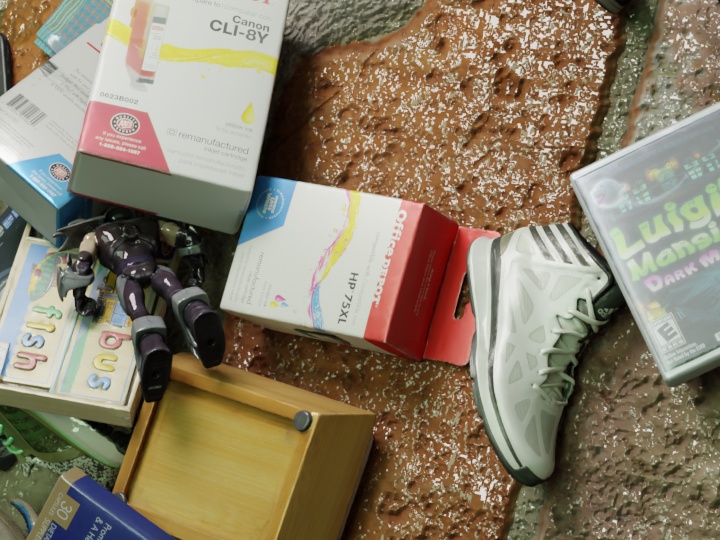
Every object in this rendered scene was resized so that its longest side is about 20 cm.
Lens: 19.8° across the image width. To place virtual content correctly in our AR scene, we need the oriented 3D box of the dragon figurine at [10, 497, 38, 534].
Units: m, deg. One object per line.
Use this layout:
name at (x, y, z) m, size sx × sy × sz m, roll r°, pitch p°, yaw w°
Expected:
dragon figurine at (-0.245, 0.268, 1.679) m, size 0.200 × 0.059 × 0.099 m, roll 36°, pitch 83°, yaw 20°

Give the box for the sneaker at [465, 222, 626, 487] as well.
sneaker at (0.145, 0.053, 1.524) m, size 0.115 × 0.076 × 0.201 m, roll -18°, pitch 65°, yaw 26°

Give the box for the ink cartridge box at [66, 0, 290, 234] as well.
ink cartridge box at (-0.146, -0.149, 1.687) m, size 0.145 × 0.083 × 0.200 m, roll 13°, pitch 63°, yaw -7°

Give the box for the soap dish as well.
soap dish at (-0.099, 0.158, 1.629) m, size 0.200 × 0.081 × 0.158 m, roll 15°, pitch 83°, yaw 34°

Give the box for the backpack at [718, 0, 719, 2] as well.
backpack at (0.344, -0.266, 1.478) m, size 0.167 × 0.127 × 0.200 m, roll 39°, pitch 93°, yaw 36°

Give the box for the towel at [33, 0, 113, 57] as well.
towel at (-0.195, -0.246, 1.844) m, size 0.147 × 0.022 × 0.200 m, roll 41°, pitch 97°, yaw 32°

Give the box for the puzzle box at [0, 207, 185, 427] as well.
puzzle box at (-0.228, 0.031, 1.698) m, size 0.133 × 0.025 × 0.200 m, roll 10°, pitch 53°, yaw 3°

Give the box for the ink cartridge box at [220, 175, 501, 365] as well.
ink cartridge box at (0.000, 0.000, 1.628) m, size 0.200 × 0.067 × 0.116 m, roll 10°, pitch 80°, yaw 31°

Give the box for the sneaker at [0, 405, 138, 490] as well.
sneaker at (-0.277, 0.130, 1.714) m, size 0.200 × 0.077 × 0.089 m, roll 30°, pitch 109°, yaw 4°

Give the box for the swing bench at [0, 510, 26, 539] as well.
swing bench at (-0.410, 0.241, 1.712) m, size 0.200 × 0.199 × 0.130 m, roll -28°, pitch 63°, yaw 19°

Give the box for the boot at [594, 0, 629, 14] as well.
boot at (0.214, -0.314, 1.593) m, size 0.154 × 0.073 × 0.204 m, roll -27°, pitch 60°, yaw 25°

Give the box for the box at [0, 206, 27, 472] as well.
box at (-0.299, 0.049, 1.799) m, size 0.200 × 0.044 × 0.160 m, roll -48°, pitch 58°, yaw 9°

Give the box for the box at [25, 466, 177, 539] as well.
box at (-0.174, 0.258, 1.601) m, size 0.200 × 0.032 × 0.121 m, roll 33°, pitch 108°, yaw 11°

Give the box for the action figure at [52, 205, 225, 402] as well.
action figure at (-0.175, 0.011, 1.660) m, size 0.130 × 0.069 × 0.200 m, roll -19°, pitch 43°, yaw -12°

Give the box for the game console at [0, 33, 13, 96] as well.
game console at (-0.426, -0.132, 1.884) m, size 0.200 × 0.119 × 0.173 m, roll -17°, pitch 67°, yaw 24°

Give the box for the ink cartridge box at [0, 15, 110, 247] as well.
ink cartridge box at (-0.224, -0.127, 1.750) m, size 0.116 × 0.068 × 0.200 m, roll 40°, pitch 62°, yaw 15°

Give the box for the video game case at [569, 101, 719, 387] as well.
video game case at (0.275, -0.036, 1.485) m, size 0.200 × 0.023 × 0.182 m, roll -26°, pitch 63°, yaw 8°
